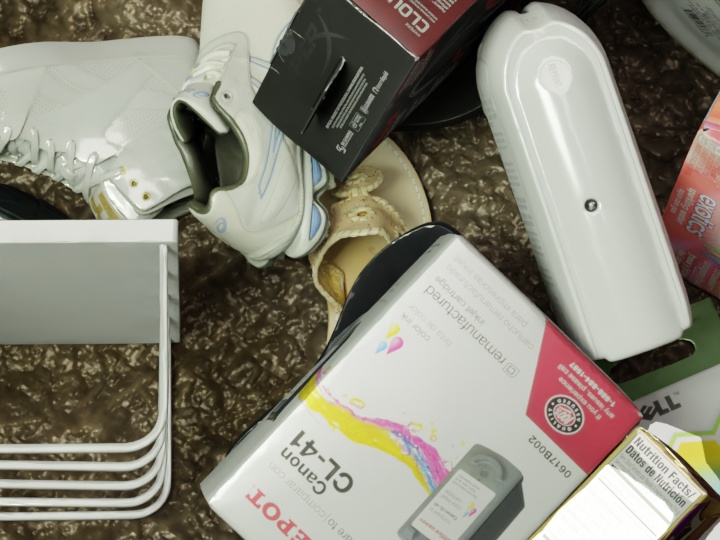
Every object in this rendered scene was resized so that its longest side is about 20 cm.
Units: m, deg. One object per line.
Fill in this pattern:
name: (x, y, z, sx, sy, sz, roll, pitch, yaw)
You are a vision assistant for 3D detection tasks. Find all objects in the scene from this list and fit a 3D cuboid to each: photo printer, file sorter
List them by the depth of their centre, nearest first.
file sorter: (-0.169, 0.060, 1.507, 0.138, 0.200, 0.125, 0, 74, -3)
photo printer: (0.121, -0.054, 1.552, 0.069, 0.166, 0.201, -19, 92, 0)

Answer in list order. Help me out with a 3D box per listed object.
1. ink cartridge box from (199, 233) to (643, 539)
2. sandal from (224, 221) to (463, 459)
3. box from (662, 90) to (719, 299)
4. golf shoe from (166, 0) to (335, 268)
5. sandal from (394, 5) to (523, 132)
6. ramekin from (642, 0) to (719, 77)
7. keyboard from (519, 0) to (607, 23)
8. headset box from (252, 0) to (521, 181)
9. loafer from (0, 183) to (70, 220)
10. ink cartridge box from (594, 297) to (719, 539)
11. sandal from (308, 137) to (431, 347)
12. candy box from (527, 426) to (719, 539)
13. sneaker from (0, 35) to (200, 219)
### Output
ink cartridge box: (0.032, 0.099, 1.494, 0.148, 0.086, 0.200, 43, 86, -3)
sandal: (0.002, 0.063, 1.557, 0.076, 0.043, 0.200, 37, 90, -5)
box: (0.239, -0.058, 1.571, 0.094, 0.200, 0.103, 30, 70, 8)
golf shoe: (-0.071, -0.104, 1.593, 0.078, 0.097, 0.201, -27, 60, 30)
sandal: (0.007, -0.117, 1.641, 0.199, 0.045, 0.075, -16, 62, 3)
ramekin: (0.252, -0.176, 1.623, 0.200, 0.200, 0.105, 36, 81, 10)
keyboard: (0.128, -0.200, 1.626, 0.021, 0.200, 0.128, -1, 65, -31)
headset box: (0.030, -0.151, 1.536, 0.075, 0.149, 0.200, 41, 59, 5)
loafer: (-0.235, -0.018, 1.607, 0.199, 0.073, 0.072, 25, 101, 0)
ink cartridge box: (0.205, 0.110, 1.581, 0.104, 0.059, 0.201, -22, 72, -10)
sandal: (0.006, 0.000, 1.605, 0.077, 0.070, 0.213, 2, 69, -3)
candy box: (0.108, 0.177, 1.488, 0.200, 0.117, 0.056, -45, 74, 3)
sneaker: (-0.169, -0.069, 1.601, 0.199, 0.074, 0.116, -10, 71, -26)
